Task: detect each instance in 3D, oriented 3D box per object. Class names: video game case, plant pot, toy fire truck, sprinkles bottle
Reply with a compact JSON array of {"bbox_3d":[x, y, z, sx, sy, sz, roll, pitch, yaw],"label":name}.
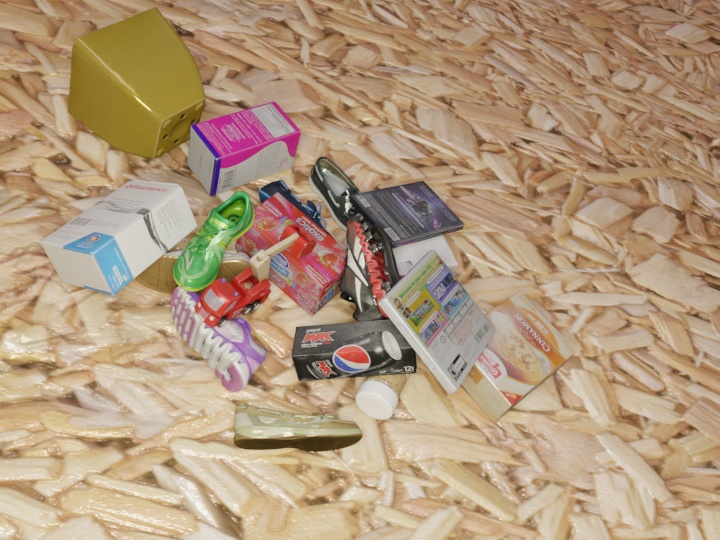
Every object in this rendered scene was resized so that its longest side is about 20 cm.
[{"bbox_3d":[0.093,-0.114,1.381,0.198,0.019,0.143,-15,53,-38],"label":"video game case"},{"bbox_3d":[-0.409,-0.336,1.339,0.200,0.195,0.195,44,52,5],"label":"plant pot"},{"bbox_3d":[-0.165,0.006,1.123,0.049,0.142,0.199,43,30,12],"label":"toy fire truck"},{"bbox_3d":[0.132,0.077,1.153,0.183,0.022,0.200,52,38,-2],"label":"video game case"},{"bbox_3d":[0.060,0.156,1.195,0.068,0.069,0.201,28,50,4],"label":"sprinkles bottle"}]

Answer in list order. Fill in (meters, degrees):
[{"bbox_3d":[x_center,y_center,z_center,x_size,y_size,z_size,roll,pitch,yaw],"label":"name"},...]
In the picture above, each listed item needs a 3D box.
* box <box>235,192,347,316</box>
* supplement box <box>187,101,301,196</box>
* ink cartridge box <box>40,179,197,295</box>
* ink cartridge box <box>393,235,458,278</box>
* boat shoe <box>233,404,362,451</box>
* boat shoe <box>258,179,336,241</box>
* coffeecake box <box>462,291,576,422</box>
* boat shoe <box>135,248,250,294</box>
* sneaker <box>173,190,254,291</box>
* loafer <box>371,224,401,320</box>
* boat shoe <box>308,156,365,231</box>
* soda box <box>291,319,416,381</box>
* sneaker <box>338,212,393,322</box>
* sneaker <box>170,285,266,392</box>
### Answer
[{"bbox_3d":[-0.118,-0.030,1.258,0.199,0.096,0.100,40,52,13],"label":"box"},{"bbox_3d":[-0.228,-0.242,1.380,0.198,0.102,0.104,-25,64,-34],"label":"supplement box"},{"bbox_3d":[-0.392,-0.060,1.154,0.144,0.085,0.200,9,41,34],"label":"ink cartridge box"},{"bbox_3d":[0.079,-0.024,1.355,0.197,0.051,0.110,-11,58,-25],"label":"ink cartridge box"},{"bbox_3d":[-0.094,0.238,1.077,0.197,0.074,0.064,1,57,-9],"label":"boat shoe"},{"bbox_3d":[-0.109,-0.109,1.330,0.200,0.084,0.068,44,64,13],"label":"boat shoe"},{"bbox_3d":[0.266,0.152,1.269,0.199,0.073,0.154,-29,68,-34],"label":"coffeecake box"},{"bbox_3d":[-0.286,-0.005,1.206,0.197,0.072,0.070,2,26,-9],"label":"boat shoe"},{"bbox_3d":[-0.242,-0.055,1.140,0.073,0.084,0.201,25,58,6],"label":"sneaker"},{"bbox_3d":[0.031,0.004,1.239,0.070,0.073,0.202,-16,55,-2],"label":"loafer"},{"bbox_3d":[-0.032,-0.145,1.401,0.200,0.061,0.075,44,52,16],"label":"boat shoe"},{"bbox_3d":[-0.009,0.129,1.141,0.197,0.064,0.071,-6,40,8],"label":"soda box"},{"bbox_3d":[0.000,0.000,1.182,0.071,0.097,0.203,32,36,-60],"label":"sneaker"},{"bbox_3d":[-0.227,0.099,1.138,0.200,0.081,0.088,48,46,12],"label":"sneaker"}]
